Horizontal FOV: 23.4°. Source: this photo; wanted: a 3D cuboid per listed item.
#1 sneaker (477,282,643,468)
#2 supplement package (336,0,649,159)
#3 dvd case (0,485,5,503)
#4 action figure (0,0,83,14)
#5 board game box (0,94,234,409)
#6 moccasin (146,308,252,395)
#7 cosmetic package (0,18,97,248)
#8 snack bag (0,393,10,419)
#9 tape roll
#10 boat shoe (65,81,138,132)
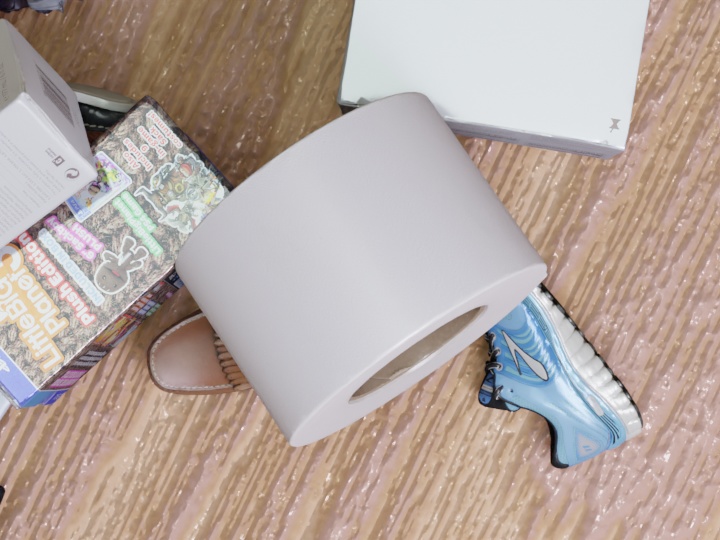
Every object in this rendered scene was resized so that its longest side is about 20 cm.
[{"bbox_3d":[0.111,0.057,1.232,0.090,0.078,0.200,-38,89,5],"label":"sneaker"},{"bbox_3d":[0.095,-0.172,1.213,0.199,0.111,0.157,10,91,1],"label":"supplement package"},{"bbox_3d":[-0.358,0.222,1.265,0.142,0.018,0.201,23,97,0],"label":"dvd case"},{"bbox_3d":[-0.271,-0.185,1.205,0.130,0.200,0.070,2,130,26],"label":"action figure"},{"bbox_3d":[-0.180,-0.008,1.186,0.200,0.159,0.097,-42,89,-4],"label":"board game box"},{"bbox_3d":[-0.054,0.051,1.235,0.200,0.078,0.074,-5,91,2],"label":"moccasin"},{"bbox_3d":[-0.273,-0.054,1.103,0.200,0.113,0.081,-35,127,6],"label":"cosmetic package"},{"bbox_3d":[-0.318,0.025,1.273,0.188,0.021,0.200,34,89,0],"label":"snack bag"},{"bbox_3d":[0.000,0.000,1.113,0.202,0.203,0.139,-36,79,2],"label":"tape roll"},{"bbox_3d":[-0.241,-0.106,1.217,0.199,0.074,0.061,10,92,27],"label":"boat shoe"}]
